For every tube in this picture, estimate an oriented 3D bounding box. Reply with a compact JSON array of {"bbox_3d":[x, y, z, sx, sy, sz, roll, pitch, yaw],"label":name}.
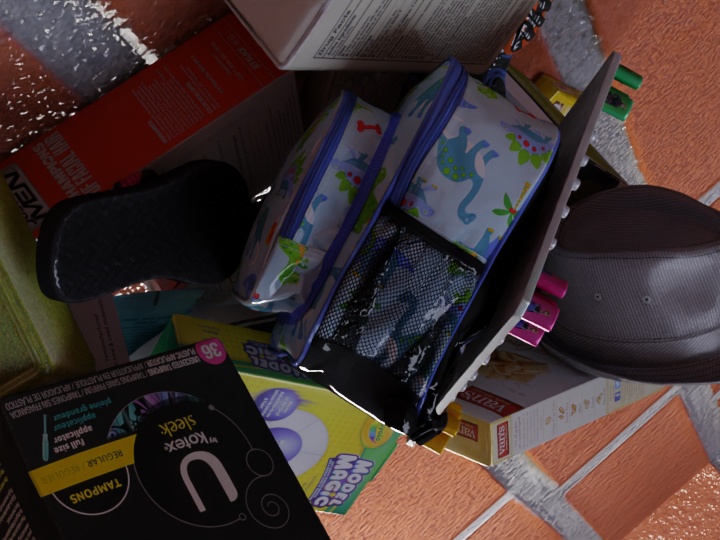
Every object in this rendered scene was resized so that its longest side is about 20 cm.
[{"bbox_3d":[-0.185,0.065,1.072,0.077,0.051,0.200,-11,158,-45],"label":"tube"}]

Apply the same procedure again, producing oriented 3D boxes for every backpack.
[{"bbox_3d":[0.019,-0.026,0.924,0.201,0.146,0.183,-58,-173,-4],"label":"backpack"}]

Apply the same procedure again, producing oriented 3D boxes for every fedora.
[{"bbox_3d":[0.212,-0.001,1.154,0.177,0.198,0.091,-54,144,-46],"label":"fedora"}]

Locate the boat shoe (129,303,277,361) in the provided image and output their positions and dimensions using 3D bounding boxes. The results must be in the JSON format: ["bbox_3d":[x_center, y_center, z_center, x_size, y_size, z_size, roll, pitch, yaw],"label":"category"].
[{"bbox_3d":[-0.071,0.074,1.085,0.199,0.091,0.071,-16,156,-44],"label":"boat shoe"}]

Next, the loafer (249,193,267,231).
[{"bbox_3d":[0.000,0.000,1.064,0.199,0.073,0.071,35,95,-33],"label":"loafer"}]

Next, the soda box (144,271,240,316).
[{"bbox_3d":[-0.112,0.022,1.148,0.063,0.069,0.201,-35,155,-11],"label":"soda box"}]

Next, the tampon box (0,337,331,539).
[{"bbox_3d":[-0.112,0.167,0.870,0.149,0.201,0.127,-15,154,-40],"label":"tampon box"}]

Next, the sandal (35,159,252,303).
[{"bbox_3d":[-0.126,-0.025,0.909,0.199,0.045,0.076,-13,109,-59],"label":"sandal"}]

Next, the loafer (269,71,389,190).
[{"bbox_3d":[-0.030,-0.094,1.079,0.070,0.069,0.202,-18,131,-46],"label":"loafer"}]

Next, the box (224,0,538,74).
[{"bbox_3d":[0.020,-0.196,0.924,0.199,0.109,0.128,-7,141,-51],"label":"box"}]

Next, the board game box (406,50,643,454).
[{"bbox_3d":[0.100,-0.006,0.974,0.201,0.026,0.200,-65,-176,-32],"label":"board game box"}]

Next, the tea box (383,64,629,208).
[{"bbox_3d":[0.069,-0.055,1.207,0.200,0.134,0.196,-46,155,12],"label":"tea box"}]

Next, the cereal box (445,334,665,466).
[{"bbox_3d":[0.113,0.081,1.178,0.199,0.143,0.040,-16,113,-40],"label":"cereal box"}]

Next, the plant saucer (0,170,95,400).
[{"bbox_3d":[-0.253,0.025,0.820,0.199,0.048,0.202,-31,112,-21],"label":"plant saucer"}]

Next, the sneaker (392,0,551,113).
[{"bbox_3d":[0.062,-0.140,1.078,0.075,0.078,0.201,18,105,-42],"label":"sneaker"}]

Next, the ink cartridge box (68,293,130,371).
[{"bbox_3d":[-0.252,0.083,0.946,0.198,0.085,0.146,-5,148,-27],"label":"ink cartridge box"}]

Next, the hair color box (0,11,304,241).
[{"bbox_3d":[-0.132,-0.062,0.984,0.199,0.064,0.111,-36,157,-14],"label":"hair color box"}]

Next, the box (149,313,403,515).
[{"bbox_3d":[-0.052,0.101,1.041,0.198,0.049,0.118,11,128,-29],"label":"box"}]

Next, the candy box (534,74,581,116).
[{"bbox_3d":[0.118,-0.079,1.369,0.200,0.026,0.102,-49,158,17],"label":"candy box"}]
